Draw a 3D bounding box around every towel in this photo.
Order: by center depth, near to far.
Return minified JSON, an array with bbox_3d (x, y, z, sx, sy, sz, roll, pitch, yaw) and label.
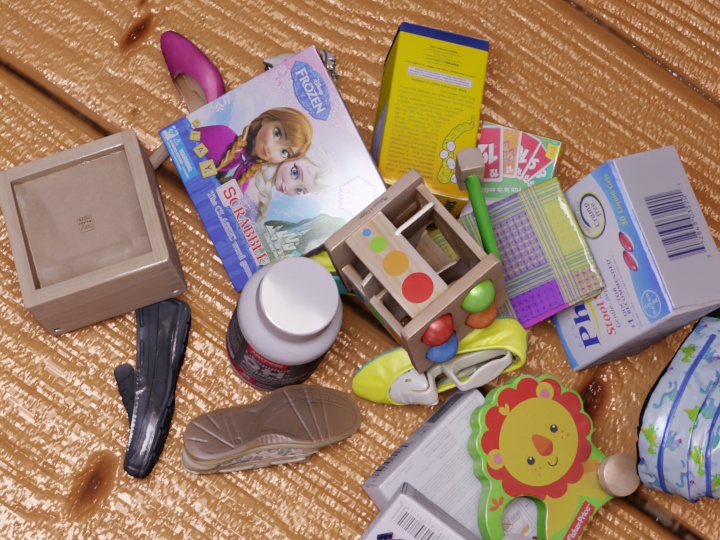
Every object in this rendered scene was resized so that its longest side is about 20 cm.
[{"bbox_3d":[0.159,-0.003,1.676,0.199,0.023,0.145,-26,85,24],"label":"towel"}]

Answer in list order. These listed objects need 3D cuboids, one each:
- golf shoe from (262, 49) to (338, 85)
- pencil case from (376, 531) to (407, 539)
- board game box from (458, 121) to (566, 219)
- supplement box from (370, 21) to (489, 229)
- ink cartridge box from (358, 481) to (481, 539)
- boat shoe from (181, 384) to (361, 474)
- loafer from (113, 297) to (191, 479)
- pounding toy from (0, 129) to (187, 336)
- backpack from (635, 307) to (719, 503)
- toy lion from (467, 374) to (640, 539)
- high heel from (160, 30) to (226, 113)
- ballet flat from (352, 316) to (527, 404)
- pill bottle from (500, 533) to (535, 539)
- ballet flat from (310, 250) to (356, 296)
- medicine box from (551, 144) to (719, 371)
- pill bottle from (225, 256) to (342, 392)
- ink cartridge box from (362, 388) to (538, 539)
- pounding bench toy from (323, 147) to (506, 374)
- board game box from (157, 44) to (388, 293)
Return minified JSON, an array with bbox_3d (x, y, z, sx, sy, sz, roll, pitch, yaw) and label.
[{"bbox_3d":[-0.081,-0.160,1.729,0.096,0.078,0.202,4,64,3],"label":"golf shoe"},{"bbox_3d":[0.026,0.373,1.529,0.082,0.086,0.202,-1,102,-53],"label":"pencil case"},{"bbox_3d":[0.160,-0.059,1.702,0.095,0.030,0.202,17,101,22],"label":"board game box"},{"bbox_3d":[0.074,-0.164,1.734,0.108,0.109,0.202,12,71,-7],"label":"supplement box"},{"bbox_3d":[0.072,0.352,1.589,0.199,0.044,0.174,37,102,-2],"label":"ink cartridge box"},{"bbox_3d":[-0.097,0.174,1.622,0.198,0.063,0.074,-7,59,-18],"label":"boat shoe"},{"bbox_3d":[-0.229,0.122,1.602,0.070,0.068,0.202,9,65,-1],"label":"loafer"},{"bbox_3d":[-0.275,-0.056,1.619,0.182,0.142,0.202,-18,69,-1],"label":"pounding toy"},{"bbox_3d":[0.373,0.159,1.640,0.199,0.164,0.153,-31,45,-31],"label":"backpack"},{"bbox_3d":[0.192,0.223,1.637,0.191,0.069,0.201,36,72,-9],"label":"toy lion"},{"bbox_3d":[-0.190,-0.174,1.700,0.096,0.067,0.201,-33,84,-28],"label":"high heel"},{"bbox_3d":[0.088,0.109,1.634,0.198,0.067,0.067,-20,44,4],"label":"ballet flat"},{"bbox_3d":[0.141,0.375,1.509,0.112,0.112,0.201,29,101,-2],"label":"pill bottle"},{"bbox_3d":[0.000,0.000,1.690,0.198,0.067,0.068,8,57,-3],"label":"ballet flat"},{"bbox_3d":[0.292,-0.010,1.680,0.102,0.200,0.184,-13,75,-31],"label":"medicine box"},{"bbox_3d":[-0.079,0.053,1.583,0.110,0.200,0.112,3,72,-10],"label":"pill bottle"},{"bbox_3d":[0.121,0.256,1.656,0.162,0.057,0.201,-42,106,-21],"label":"ink cartridge box"},{"bbox_3d":[0.093,-0.015,1.577,0.200,0.124,0.156,-40,69,-7],"label":"pounding bench toy"},{"bbox_3d":[-0.090,-0.109,1.642,0.198,0.041,0.201,-28,84,6],"label":"board game box"}]
